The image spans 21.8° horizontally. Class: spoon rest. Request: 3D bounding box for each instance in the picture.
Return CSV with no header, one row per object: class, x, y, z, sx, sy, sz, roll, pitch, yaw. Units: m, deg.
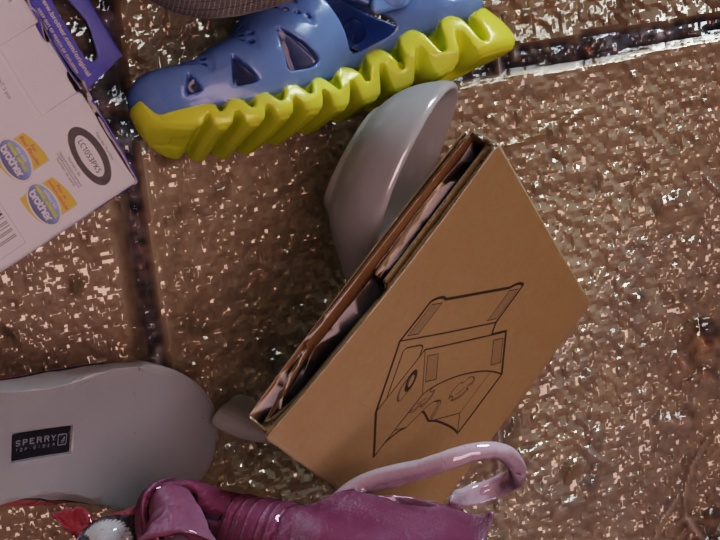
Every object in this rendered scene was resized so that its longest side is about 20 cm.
spoon rest,0.000,0.000,0.889,0.061,0.099,0.200,30,108,6

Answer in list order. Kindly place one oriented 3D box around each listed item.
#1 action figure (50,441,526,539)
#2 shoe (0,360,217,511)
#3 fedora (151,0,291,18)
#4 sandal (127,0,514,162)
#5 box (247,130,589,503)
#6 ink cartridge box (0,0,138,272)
action figure,-0.039,0.118,0.808,0.199,0.134,0.149,12,66,12
shoe,-0.161,0.073,0.863,0.200,0.091,0.072,1,96,-52
fedora,-0.036,-0.198,0.827,0.200,0.090,0.177,-22,80,24
sandal,-0.025,-0.111,0.883,0.200,0.079,0.087,-22,91,-32
box,0.036,0.041,0.898,0.164,0.021,0.200,-53,152,-6
ink cartridge box,-0.193,-0.060,0.824,0.200,0.076,0.137,-35,110,-13
